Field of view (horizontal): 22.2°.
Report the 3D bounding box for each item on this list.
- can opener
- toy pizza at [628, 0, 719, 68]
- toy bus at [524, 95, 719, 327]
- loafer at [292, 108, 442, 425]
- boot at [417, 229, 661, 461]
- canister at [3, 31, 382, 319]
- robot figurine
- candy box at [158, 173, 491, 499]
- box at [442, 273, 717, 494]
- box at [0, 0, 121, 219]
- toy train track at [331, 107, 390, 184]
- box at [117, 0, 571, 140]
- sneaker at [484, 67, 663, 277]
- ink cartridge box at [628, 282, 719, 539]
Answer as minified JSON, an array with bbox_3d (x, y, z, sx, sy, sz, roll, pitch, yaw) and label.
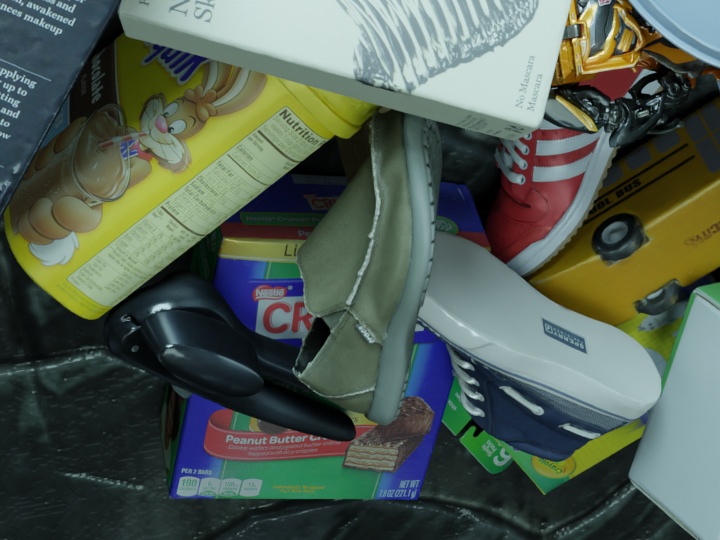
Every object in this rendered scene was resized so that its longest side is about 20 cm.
[{"bbox_3d":[-0.064,0.059,1.033,0.063,0.079,0.199,-36,142,21],"label":"can opener"},{"bbox_3d":[0.197,-0.192,0.895,0.198,0.032,0.203,1,86,-13],"label":"toy pizza"},{"bbox_3d":[0.193,-0.038,1.109,0.199,0.079,0.065,-33,128,11],"label":"toy bus"},{"bbox_3d":[0.000,0.000,0.947,0.069,0.076,0.201,9,128,0],"label":"loafer"},{"bbox_3d":[0.076,0.053,1.072,0.199,0.073,0.090,30,131,-24],"label":"boot"},{"bbox_3d":[-0.094,-0.082,0.972,0.199,0.149,0.086,-37,126,16],"label":"canister"},{"bbox_3d":[0.168,-0.143,0.933,0.198,0.058,0.147,-9,92,-14],"label":"robot figurine"},{"bbox_3d":[-0.026,0.044,1.120,0.167,0.077,0.202,2,124,-17],"label":"candy box"},{"bbox_3d":[0.150,0.068,1.190,0.199,0.049,0.117,-31,134,12],"label":"box"},{"bbox_3d":[-0.162,-0.149,0.790,0.104,0.149,0.201,21,118,-24],"label":"box"},{"bbox_3d":[0.036,-0.100,1.014,0.198,0.116,0.032,-15,177,32],"label":"toy train track"},{"bbox_3d":[-0.007,-0.124,0.844,0.198,0.068,0.083,13,89,-5],"label":"box"},{"bbox_3d":[0.098,-0.093,1.054,0.112,0.071,0.201,19,113,-28],"label":"sneaker"},{"bbox_3d":[0.282,0.076,1.157,0.199,0.084,0.147,-12,127,-37],"label":"ink cartridge box"}]
